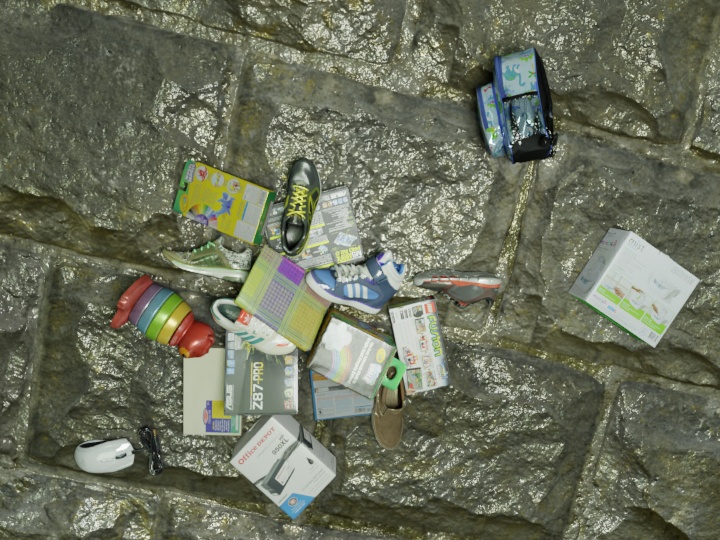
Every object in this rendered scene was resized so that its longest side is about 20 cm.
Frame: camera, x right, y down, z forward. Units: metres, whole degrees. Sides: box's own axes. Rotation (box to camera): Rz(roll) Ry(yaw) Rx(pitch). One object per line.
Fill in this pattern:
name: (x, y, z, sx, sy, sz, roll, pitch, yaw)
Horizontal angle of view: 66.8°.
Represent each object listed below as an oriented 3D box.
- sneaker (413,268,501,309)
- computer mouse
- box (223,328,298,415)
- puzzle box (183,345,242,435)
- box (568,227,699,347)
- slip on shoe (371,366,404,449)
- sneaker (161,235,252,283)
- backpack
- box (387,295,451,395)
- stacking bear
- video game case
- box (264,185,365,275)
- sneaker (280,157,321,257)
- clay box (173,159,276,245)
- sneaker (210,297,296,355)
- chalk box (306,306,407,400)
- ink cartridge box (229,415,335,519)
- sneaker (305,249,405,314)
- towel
sneaker: (0.211, 0.047, 1.193, 0.194, 0.077, 0.084, 4, 106, -3)
computer mouse: (-0.547, 0.417, 1.221, 0.195, 0.044, 0.113, -9, 101, -2)
box: (-0.210, 0.205, 1.174, 0.157, 0.049, 0.206, 1, 81, -4)
puzzle box: (-0.328, 0.268, 1.219, 0.129, 0.025, 0.206, 3, 99, -5)
box: (0.599, 0.035, 1.201, 0.197, 0.097, 0.179, 31, 96, -7)
slip on shoe: (0.069, 0.308, 1.225, 0.074, 0.060, 0.206, 0, 97, -22)
sneaker: (-0.317, -0.032, 1.157, 0.195, 0.077, 0.091, 14, 85, -11)
backpack: (0.306, -0.324, 1.085, 0.143, 0.183, 0.206, -7, 91, 19)
box: (0.133, 0.169, 1.226, 0.107, 0.035, 0.205, -12, 100, -1)
stacking bear: (-0.398, 0.110, 1.145, 0.198, 0.115, 0.122, 36, 132, -7)
video game case: (-0.043, 0.233, 1.235, 0.139, 0.018, 0.206, -5, 100, -2)
box: (-0.101, -0.079, 1.168, 0.195, 0.044, 0.164, -15, 100, 0)
sneaker: (-0.119, -0.122, 1.094, 0.072, 0.085, 0.205, 7, 98, -4)
clay box: (-0.282, -0.142, 1.126, 0.196, 0.048, 0.117, 23, 98, 13)
sneaker: (-0.220, 0.114, 1.116, 0.197, 0.093, 0.071, 28, 77, 0)
chalk box: (-0.001, 0.181, 1.156, 0.197, 0.124, 0.127, 27, 92, -6)
ink cartridge box: (-0.171, 0.425, 1.224, 0.200, 0.084, 0.145, 44, 94, -8)
sneaker: (0.000, 0.000, 1.139, 0.197, 0.081, 0.148, 23, 117, -28)
towel: (-0.150, 0.060, 1.122, 0.199, 0.023, 0.146, 37, 64, -26)
